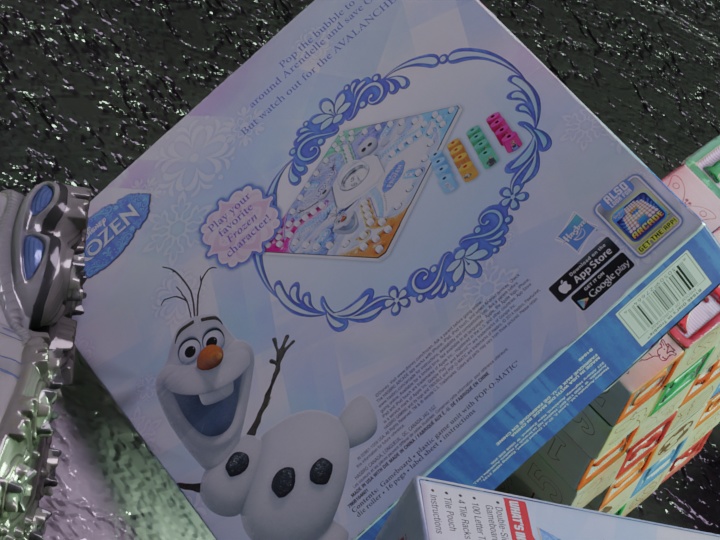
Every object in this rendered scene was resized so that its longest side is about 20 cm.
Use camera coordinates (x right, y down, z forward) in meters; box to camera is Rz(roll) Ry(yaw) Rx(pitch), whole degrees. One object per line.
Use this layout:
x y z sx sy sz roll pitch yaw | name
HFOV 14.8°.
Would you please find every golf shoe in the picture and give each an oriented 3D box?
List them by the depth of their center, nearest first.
-0.147 0.038 0.946 0.097 0.078 0.200 7 30 -5 | golf shoe

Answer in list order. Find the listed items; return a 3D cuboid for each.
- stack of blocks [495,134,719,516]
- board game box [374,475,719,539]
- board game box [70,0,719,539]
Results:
0.103 0.042 1.101 0.115 0.200 0.059 -36 73 -25 | stack of blocks
0.109 0.161 0.784 0.199 0.041 0.200 13 42 -19 | board game box
0.000 0.000 1.006 0.199 0.200 0.043 50 2 38 | board game box
